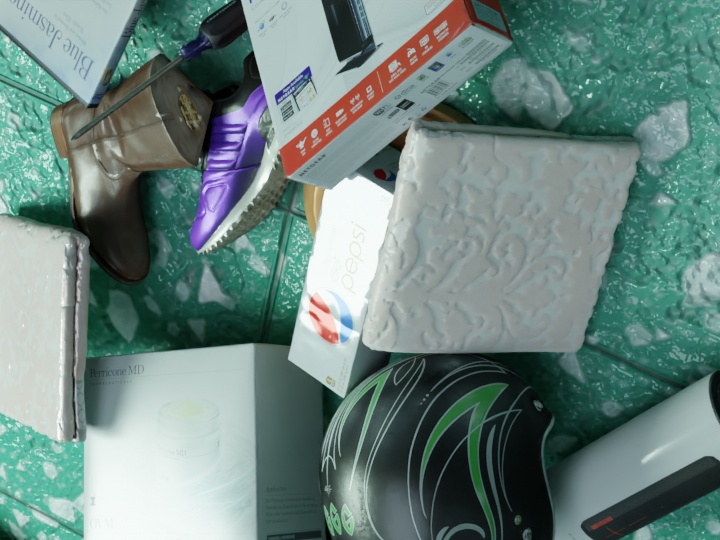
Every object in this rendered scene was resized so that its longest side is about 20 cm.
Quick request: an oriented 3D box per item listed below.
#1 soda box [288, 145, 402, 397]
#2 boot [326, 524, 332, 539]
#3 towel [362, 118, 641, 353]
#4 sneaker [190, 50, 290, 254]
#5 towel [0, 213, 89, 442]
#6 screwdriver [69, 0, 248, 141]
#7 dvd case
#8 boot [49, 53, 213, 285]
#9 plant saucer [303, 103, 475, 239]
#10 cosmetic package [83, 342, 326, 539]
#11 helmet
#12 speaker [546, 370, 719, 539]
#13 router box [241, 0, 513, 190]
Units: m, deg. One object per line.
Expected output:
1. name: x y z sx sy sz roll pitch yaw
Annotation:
1. soda box: 0.000 0.000 1.113 0.068 0.063 0.202 31 125 26
2. boot: -0.030 0.253 1.290 0.169 0.076 0.200 -56 46 19
3. towel: 0.107 -0.022 1.057 0.189 0.032 0.202 1 124 -17
4. sneaker: -0.107 -0.107 1.170 0.099 0.069 0.201 44 124 11
5. towel: -0.303 0.050 1.275 0.199 0.032 0.194 11 101 54
6. screwdriver: -0.158 -0.167 1.101 0.029 0.199 0.028 47 164 27
7. dvd case: -0.233 -0.260 1.143 0.142 0.017 0.201 40 116 19
8. boot: -0.185 -0.083 1.190 0.199 0.064 0.188 -9 108 47
9. plant saucer: 0.037 -0.046 1.139 0.198 0.037 0.202 12 120 22
10. cosmetic package: -0.143 0.174 1.245 0.197 0.123 0.203 -7 79 30
11. helmet: 0.064 0.162 1.114 0.198 0.199 0.193 -9 78 30
12. speaker: 0.233 0.161 1.108 0.200 0.081 0.081 -37 95 36
13. router box: 0.004 -0.189 1.014 0.199 0.049 0.181 -37 57 35
